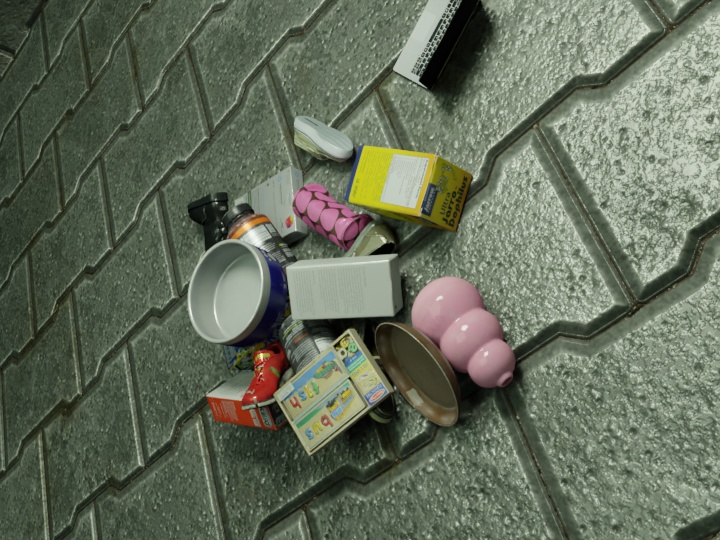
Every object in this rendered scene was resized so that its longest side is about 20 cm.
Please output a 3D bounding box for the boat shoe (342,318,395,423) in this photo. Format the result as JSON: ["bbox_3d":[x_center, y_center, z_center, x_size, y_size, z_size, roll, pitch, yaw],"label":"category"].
[{"bbox_3d":[0.020,0.175,1.372,0.065,0.073,0.202,-46,50,31],"label":"boat shoe"}]

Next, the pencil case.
[{"bbox_3d":[-0.051,-0.108,1.517,0.199,0.093,0.092,37,149,43],"label":"pencil case"}]

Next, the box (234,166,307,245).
[{"bbox_3d":[-0.203,-0.120,1.698,0.198,0.041,0.158,-25,62,39],"label":"box"}]

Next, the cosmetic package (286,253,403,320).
[{"bbox_3d":[-0.028,0.030,1.388,0.197,0.071,0.103,-3,100,18],"label":"cosmetic package"}]

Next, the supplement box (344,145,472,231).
[{"bbox_3d":[0.083,-0.150,1.378,0.198,0.109,0.111,17,90,46],"label":"supplement box"}]

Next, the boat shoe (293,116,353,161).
[{"bbox_3d":[-0.079,-0.268,1.612,0.200,0.071,0.063,42,132,46],"label":"boat shoe"}]

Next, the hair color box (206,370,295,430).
[{"bbox_3d":[-0.205,0.258,1.534,0.198,0.110,0.065,-5,110,45],"label":"hair color box"}]

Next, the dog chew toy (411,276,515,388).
[{"bbox_3d":[0.170,0.105,1.218,0.125,0.124,0.201,-52,56,20],"label":"dog chew toy"}]

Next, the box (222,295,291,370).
[{"bbox_3d":[-0.205,0.130,1.564,0.200,0.069,0.065,-45,55,38],"label":"box"}]

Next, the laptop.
[{"bbox_3d":[0.129,-0.447,1.415,0.200,0.115,0.189,41,107,43],"label":"laptop"}]

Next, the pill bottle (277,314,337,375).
[{"bbox_3d":[-0.075,0.178,1.440,0.106,0.105,0.201,-49,50,22],"label":"pill bottle"}]

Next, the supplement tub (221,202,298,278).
[{"bbox_3d":[-0.209,-0.043,1.595,0.107,0.106,0.201,-44,73,26],"label":"supplement tub"}]

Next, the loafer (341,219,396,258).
[{"bbox_3d":[0.000,0.000,1.440,0.202,0.075,0.070,-59,42,14],"label":"loafer"}]

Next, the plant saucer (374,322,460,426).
[{"bbox_3d":[0.099,0.165,1.252,0.032,0.202,0.199,-32,40,-24],"label":"plant saucer"}]

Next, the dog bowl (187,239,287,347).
[{"bbox_3d":[-0.240,0.047,1.484,0.198,0.078,0.204,-10,72,33],"label":"dog bowl"}]

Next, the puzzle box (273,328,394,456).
[{"bbox_3d":[-0.050,0.216,1.340,0.200,0.025,0.134,-42,72,19],"label":"puzzle box"}]

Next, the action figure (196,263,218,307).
[{"bbox_3d":[-0.317,0.050,1.684,0.200,0.148,0.135,44,126,28],"label":"action figure"}]

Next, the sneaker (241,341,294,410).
[{"bbox_3d":[-0.185,0.196,1.444,0.076,0.200,0.086,-13,106,14],"label":"sneaker"}]

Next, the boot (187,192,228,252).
[{"bbox_3d":[-0.354,-0.089,1.815,0.197,0.072,0.165,-13,83,59],"label":"boot"}]
